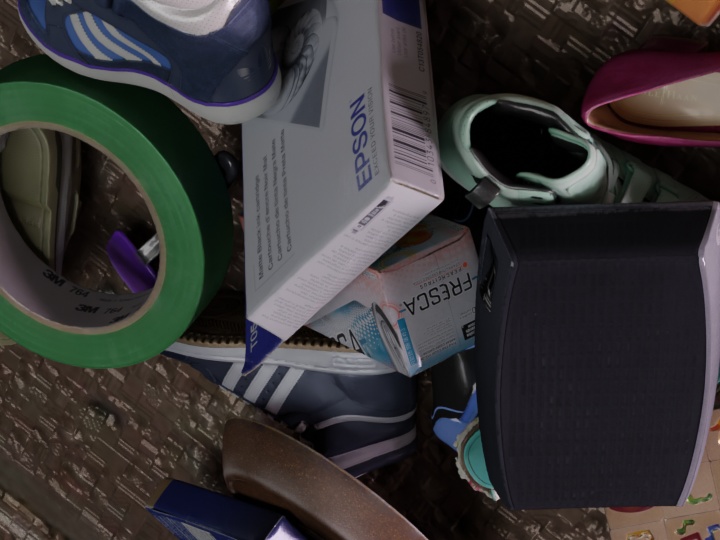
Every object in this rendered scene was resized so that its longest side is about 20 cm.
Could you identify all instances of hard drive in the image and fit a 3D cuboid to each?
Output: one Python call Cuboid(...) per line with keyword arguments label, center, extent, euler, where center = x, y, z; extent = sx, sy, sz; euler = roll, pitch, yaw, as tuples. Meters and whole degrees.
Cuboid(label="hard drive", center=(0.129, 0.053, 1.031), extent=(0.134, 0.042, 0.201), euler=(-1, 129, 2))

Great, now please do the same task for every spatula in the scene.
Cuboid(label="spatula", center=(-0.123, -0.029, 1.253), extent=(0.057, 0.021, 0.200), euler=(51, 141, 4))

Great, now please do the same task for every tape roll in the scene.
Cuboid(label="tape roll", center=(-0.179, -0.036, 1.205), extent=(0.199, 0.048, 0.202), euler=(11, 122, 19))

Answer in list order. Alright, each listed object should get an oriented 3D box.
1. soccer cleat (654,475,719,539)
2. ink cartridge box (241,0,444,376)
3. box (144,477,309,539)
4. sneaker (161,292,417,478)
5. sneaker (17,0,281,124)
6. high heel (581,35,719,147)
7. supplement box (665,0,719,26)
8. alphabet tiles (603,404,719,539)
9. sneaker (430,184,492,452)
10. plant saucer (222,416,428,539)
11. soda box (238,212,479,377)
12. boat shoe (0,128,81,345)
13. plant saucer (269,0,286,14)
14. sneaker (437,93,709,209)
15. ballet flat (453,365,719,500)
Cuboid(label="soccer cleat", center=(0.223, 0.171, 1.169), extent=(0.083, 0.065, 0.201), euler=(-7, 114, 13))
Cuboid(label="ink cartridge box", center=(-0.031, -0.071, 1.089), extent=(0.040, 0.201, 0.200), euler=(19, 138, -28))
Cuboid(label="box", center=(-0.056, 0.202, 1.301), extent=(0.121, 0.032, 0.200), euler=(47, 160, -27))
Cuboid(label="sneaker", center=(-0.051, 0.080, 1.268), extent=(0.199, 0.070, 0.109), euler=(5, 119, 26))
Cuboid(label="sneaker", center=(-0.133, -0.173, 1.075), extent=(0.199, 0.081, 0.147), euler=(27, 152, 31))
Cuboid(label="high heel", center=(0.215, -0.084, 0.981), extent=(0.199, 0.096, 0.068), euler=(15, 122, 24))
Cuboid(label="supplement box", center=(0.124, -0.216, 0.977), extent=(0.200, 0.067, 0.069), euler=(37, 131, 6))
Cuboid(label="alphabet tiles", center=(0.246, 0.146, 1.116), extent=(0.199, 0.008, 0.168), euler=(-12, 114, 12))
Cuboid(label="sneaker", center=(0.068, 0.016, 1.159), extent=(0.078, 0.070, 0.201), euler=(28, 122, 16))
Cuboid(label="plant saucer", center=(-0.019, 0.172, 1.265), extent=(0.200, 0.035, 0.200), euler=(35, 162, 13))
Cuboid(label="soda box", center=(0.000, 0.000, 1.127), extent=(0.200, 0.063, 0.069), euler=(23, 134, 62))
Cuboid(label="boat shoe", center=(-0.222, -0.037, 1.301), extent=(0.074, 0.068, 0.201), euler=(27, 128, 9))
Cuboid(label="plant saucer", center=(-0.113, -0.229, 1.139), extent=(0.199, 0.031, 0.201), euler=(16, 126, 23))
Cuboid(label="sneaker", center=(0.131, -0.031, 1.025), extent=(0.199, 0.118, 0.074), euler=(27, 91, -2))
Cuboid(label="ballet flat", center=(0.145, 0.070, 1.135), extent=(0.199, 0.064, 0.076), euler=(-28, 82, 14))
